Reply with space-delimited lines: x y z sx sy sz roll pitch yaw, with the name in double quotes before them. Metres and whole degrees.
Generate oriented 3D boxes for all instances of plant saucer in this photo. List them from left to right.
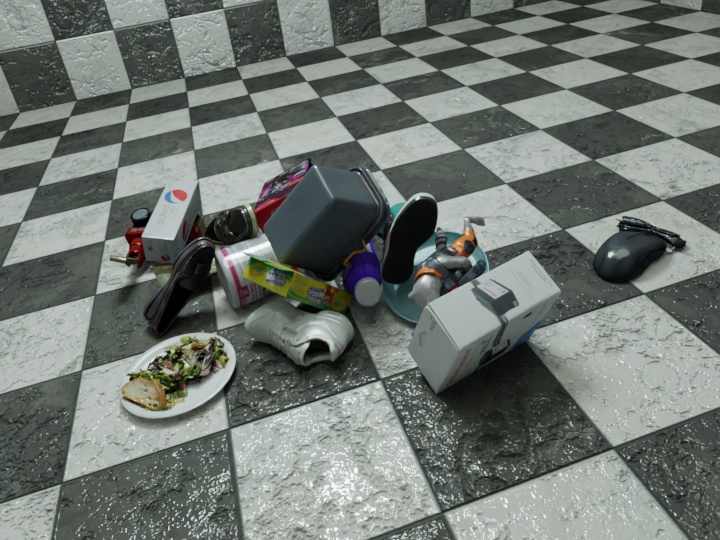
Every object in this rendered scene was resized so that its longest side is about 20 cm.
"plant saucer" 0.135 0.015 1.073 0.194 0.028 0.205 -11 50 13

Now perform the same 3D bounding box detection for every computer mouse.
"computer mouse" 0.505 -0.050 1.108 0.197 0.054 0.137 -32 40 -31

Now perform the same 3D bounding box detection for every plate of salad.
"plate of salad" -0.305 0.161 0.987 0.193 0.049 0.202 -7 33 4

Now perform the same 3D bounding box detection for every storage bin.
"storage bin" -0.064 -0.078 1.018 0.132 0.200 0.148 5 47 -51

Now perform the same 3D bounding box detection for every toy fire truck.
"toy fire truck" -0.444 -0.051 1.291 0.170 0.131 0.204 -2 45 9

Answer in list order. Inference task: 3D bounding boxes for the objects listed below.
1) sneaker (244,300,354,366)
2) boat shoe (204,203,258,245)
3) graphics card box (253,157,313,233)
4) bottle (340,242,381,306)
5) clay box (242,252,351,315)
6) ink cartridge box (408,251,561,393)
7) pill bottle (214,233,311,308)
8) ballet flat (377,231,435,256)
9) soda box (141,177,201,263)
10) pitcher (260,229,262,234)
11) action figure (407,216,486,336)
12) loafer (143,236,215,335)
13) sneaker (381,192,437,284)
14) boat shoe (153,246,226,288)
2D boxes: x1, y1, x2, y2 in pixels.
"sneaker" -0.113 0.107 0.996 0.193 0.077 0.100 3 33 18
"boat shoe" -0.262 -0.082 1.196 0.063 0.075 0.198 -20 0 -31
"graphics card box" -0.151 -0.161 1.240 0.123 0.052 0.201 -26 23 12
"bottle" 0.000 0.000 1.103 0.063 0.086 0.201 17 21 -15
"clay box" -0.115 0.024 1.036 0.113 0.049 0.198 20 -2 36
"ink cartridge box" 0.181 0.079 0.889 0.196 0.147 0.085 -24 62 -23
"pill bottle" -0.176 -0.015 1.162 0.195 0.116 0.113 -23 35 -20
"ballet flat" 0.096 -0.057 1.181 0.199 0.074 0.073 41 51 17
"soda box" -0.389 -0.108 1.235 0.066 0.065 0.203 5 43 -2
"pitcher" -0.109 -0.114 1.295 0.195 0.124 0.172 1 31 31
"action figure" 0.122 0.012 0.954 0.104 0.201 0.193 40 35 5
"loafer" -0.328 0.033 1.105 0.201 0.071 0.063 -50 47 11
"sneaker" 0.084 -0.085 1.038 0.081 0.203 0.123 11 48 -10
"boat shoe" -0.324 -0.016 1.225 0.196 0.065 0.073 -27 3 -18
